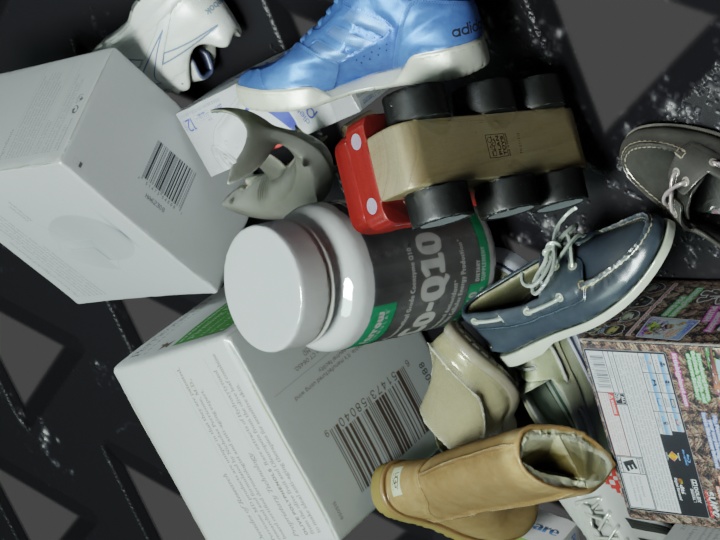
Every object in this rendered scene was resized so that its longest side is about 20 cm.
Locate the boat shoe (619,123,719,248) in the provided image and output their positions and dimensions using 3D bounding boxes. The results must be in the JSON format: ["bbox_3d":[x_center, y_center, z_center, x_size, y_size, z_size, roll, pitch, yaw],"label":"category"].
[{"bbox_3d":[0.261,-0.044,1.233,0.199,0.057,0.067,28,134,24],"label":"boat shoe"}]

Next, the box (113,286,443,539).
[{"bbox_3d":[-0.058,0.107,1.517,0.171,0.199,0.201,-18,104,47],"label":"box"}]

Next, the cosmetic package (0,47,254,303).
[{"bbox_3d":[-0.231,-0.077,1.543,0.199,0.124,0.199,-5,144,42],"label":"cosmetic package"}]

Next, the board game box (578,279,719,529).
[{"bbox_3d":[0.282,0.098,1.287,0.199,0.097,0.161,2,120,41],"label":"board game box"}]

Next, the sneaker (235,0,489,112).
[{"bbox_3d":[-0.010,-0.184,1.288,0.198,0.077,0.112,-7,105,27],"label":"sneaker"}]

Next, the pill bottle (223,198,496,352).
[{"bbox_3d":[0.000,0.000,1.359,0.113,0.199,0.114,14,109,46],"label":"pill bottle"}]

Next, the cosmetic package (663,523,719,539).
[{"bbox_3d":[0.333,0.216,1.325,0.199,0.102,0.075,-9,114,43],"label":"cosmetic package"}]

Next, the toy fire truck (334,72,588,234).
[{"bbox_3d":[0.043,-0.083,1.320,0.199,0.175,0.130,-23,79,52],"label":"toy fire truck"}]

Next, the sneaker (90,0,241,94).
[{"bbox_3d":[-0.176,-0.182,1.513,0.087,0.075,0.200,48,139,-5],"label":"sneaker"}]

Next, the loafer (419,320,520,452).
[{"bbox_3d":[0.084,0.108,1.428,0.076,0.068,0.200,46,170,27],"label":"loafer"}]

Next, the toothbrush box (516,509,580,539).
[{"bbox_3d":[0.111,0.318,1.517,0.085,0.200,0.147,12,126,33],"label":"toothbrush box"}]

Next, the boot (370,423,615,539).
[{"bbox_3d":[0.127,0.171,1.394,0.199,0.174,0.067,-23,64,51],"label":"boot"}]

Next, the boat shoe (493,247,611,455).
[{"bbox_3d":[0.148,0.074,1.414,0.201,0.062,0.072,54,138,-2],"label":"boat shoe"}]

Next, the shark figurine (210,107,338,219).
[{"bbox_3d":[-0.051,-0.063,1.401,0.215,0.127,0.091,98,170,-76],"label":"shark figurine"}]

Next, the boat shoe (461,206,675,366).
[{"bbox_3d":[0.151,0.005,1.308,0.062,0.075,0.200,39,142,-13],"label":"boat shoe"}]

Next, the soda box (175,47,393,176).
[{"bbox_3d":[-0.060,-0.142,1.440,0.199,0.068,0.064,-18,106,46],"label":"soda box"}]

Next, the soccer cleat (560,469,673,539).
[{"bbox_3d":[0.220,0.224,1.441,0.200,0.085,0.069,43,138,9],"label":"soccer cleat"}]
